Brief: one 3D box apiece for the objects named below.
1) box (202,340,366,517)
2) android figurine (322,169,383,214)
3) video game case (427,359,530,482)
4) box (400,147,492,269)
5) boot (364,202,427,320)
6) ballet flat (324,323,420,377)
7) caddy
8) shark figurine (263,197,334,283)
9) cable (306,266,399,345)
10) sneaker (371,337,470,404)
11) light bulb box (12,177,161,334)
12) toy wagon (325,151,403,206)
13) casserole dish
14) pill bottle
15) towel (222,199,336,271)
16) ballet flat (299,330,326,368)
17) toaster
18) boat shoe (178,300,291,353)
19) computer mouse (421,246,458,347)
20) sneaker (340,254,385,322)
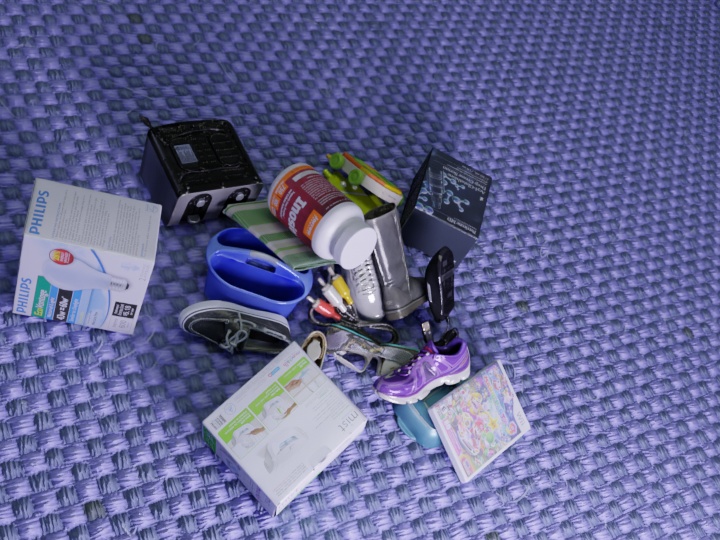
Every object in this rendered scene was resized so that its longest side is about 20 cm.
[{"bbox_3d":[-0.120,0.248,1.485,0.176,0.097,0.200,44,66,11],"label":"box"},{"bbox_3d":[-0.005,-0.127,1.886,0.201,0.041,0.181,51,22,20],"label":"android figurine"},{"bbox_3d":[0.216,0.267,1.695,0.199,0.018,0.145,-28,94,-40],"label":"video game case"},{"bbox_3d":[0.175,-0.132,1.972,0.147,0.107,0.202,25,47,-7],"label":"box"},{"bbox_3d":[0.070,-0.027,1.771,0.182,0.072,0.203,-37,111,-63],"label":"boot"},{"bbox_3d":[0.023,0.156,1.702,0.198,0.072,0.073,18,48,-13],"label":"ballet flat"},{"bbox_3d":[-0.184,0.003,1.680,0.197,0.105,0.143,19,48,-12],"label":"caddy"},{"bbox_3d":[-0.084,-0.087,1.830,0.128,0.090,0.215,-37,63,-7],"label":"shark figurine"},{"bbox_3d":[-0.017,0.091,1.715,0.200,0.050,0.098,41,80,-11],"label":"cable"},{"bbox_3d":[0.105,0.168,1.666,0.198,0.085,0.080,-21,32,-27],"label":"sneaker"},{"bbox_3d":[-0.438,-0.019,1.506,0.197,0.199,0.126,11,47,-17],"label":"light bulb box"},{"bbox_3d":[0.001,-0.198,1.932,0.154,0.040,0.200,23,16,-51],"label":"toy wagon"},{"bbox_3d":[0.148,0.238,1.708,0.199,0.039,0.122,-26,69,-40],"label":"casserole dish"},{"bbox_3d":[-0.067,-0.094,1.676,0.112,0.114,0.200,-22,50,-38],"label":"pill bottle"},{"bbox_3d":[-0.139,-0.066,1.716,0.199,0.024,0.152,39,28,26],"label":"towel"},{"bbox_3d":[-0.102,0.185,1.607,0.067,0.063,0.202,22,48,-9],"label":"ballet flat"},{"bbox_3d":[-0.306,-0.188,1.764,0.179,0.119,0.201,-12,60,-34],"label":"toaster"},{"bbox_3d":[-0.211,0.107,1.607,0.197,0.074,0.068,15,33,-28],"label":"boat shoe"},{"bbox_3d":[0.134,0.063,1.757,0.045,0.203,0.140,4,21,28],"label":"computer mouse"},{"bbox_3d":[0.000,0.000,1.754,0.075,0.080,0.203,-18,88,-11],"label":"sneaker"}]
